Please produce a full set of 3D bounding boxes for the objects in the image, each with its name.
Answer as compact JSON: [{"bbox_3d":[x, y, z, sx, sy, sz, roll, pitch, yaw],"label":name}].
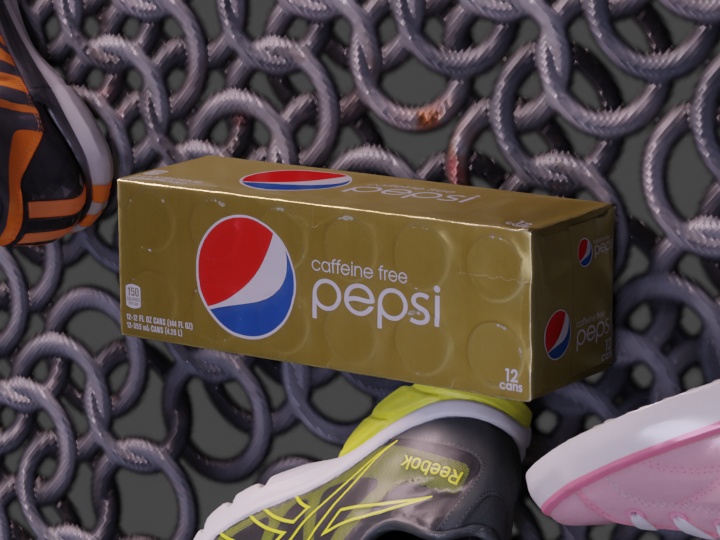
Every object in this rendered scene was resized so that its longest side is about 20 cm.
[{"bbox_3d":[0.154,0.086,1.004,0.200,0.075,0.105,-21,82,32],"label":"sneaker"},{"bbox_3d":[-0.197,-0.092,1.192,0.200,0.112,0.078,49,122,17],"label":"sneaker"},{"bbox_3d":[0.000,0.000,1.103,0.200,0.064,0.068,8,105,33],"label":"soda box"},{"bbox_3d":[-0.011,0.120,1.109,0.074,0.085,0.200,31,125,-21],"label":"sneaker"}]
